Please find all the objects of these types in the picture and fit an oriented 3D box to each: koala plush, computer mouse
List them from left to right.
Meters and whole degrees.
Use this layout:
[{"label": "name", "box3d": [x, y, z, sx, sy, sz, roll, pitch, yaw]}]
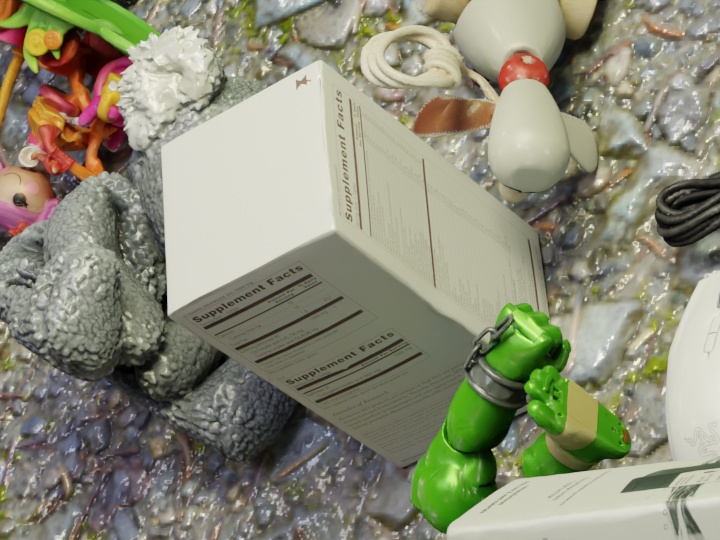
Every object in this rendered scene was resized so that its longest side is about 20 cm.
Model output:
[{"label": "koala plush", "box3d": [-0.105, -0.028, 1.637, 0.201, 0.177, 0.184, -60, 32, 0]}, {"label": "computer mouse", "box3d": [0.187, 0.027, 1.413, 0.109, 0.044, 0.201, -14, 56, 36]}]

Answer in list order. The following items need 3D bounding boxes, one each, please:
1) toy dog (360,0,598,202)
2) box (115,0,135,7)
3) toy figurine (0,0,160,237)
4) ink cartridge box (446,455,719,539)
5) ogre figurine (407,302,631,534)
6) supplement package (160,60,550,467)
[{"label": "toy dog", "box3d": [0.076, -0.101, 1.562, 0.200, 0.131, 0.097, -58, -12, -49]}, {"label": "box", "box3d": [-0.155, -0.301, 1.854, 0.200, 0.164, 0.086, -47, 42, 7]}, {"label": "toy figurine", "box3d": [-0.211, -0.086, 1.825, 0.199, 0.150, 0.185, 30, 100, 24]}, {"label": "ink cartridge box", "box3d": [0.156, 0.161, 1.274, 0.199, 0.083, 0.147, -9, 99, 30]}, {"label": "ogre figurine", "box3d": [0.095, 0.131, 1.399, 0.120, 0.200, 0.098, -43, -2, 33]}, {"label": "supplement package", "box3d": [0.000, 0.000, 1.495, 0.109, 0.200, 0.114, -27, 49, 27]}]
